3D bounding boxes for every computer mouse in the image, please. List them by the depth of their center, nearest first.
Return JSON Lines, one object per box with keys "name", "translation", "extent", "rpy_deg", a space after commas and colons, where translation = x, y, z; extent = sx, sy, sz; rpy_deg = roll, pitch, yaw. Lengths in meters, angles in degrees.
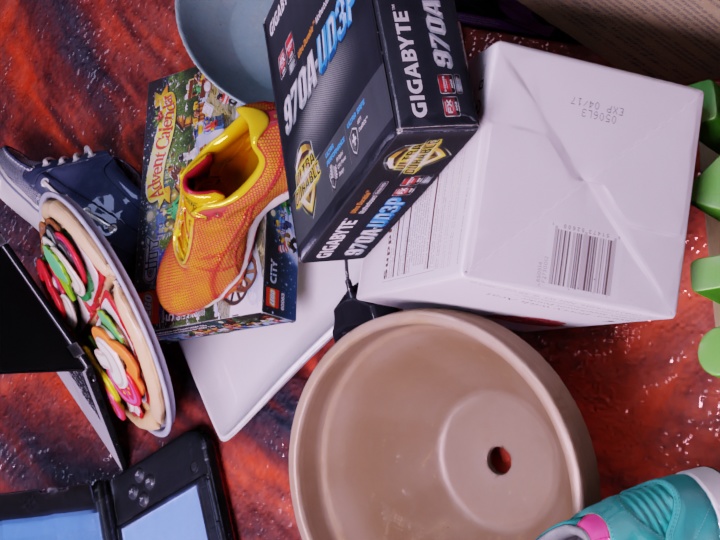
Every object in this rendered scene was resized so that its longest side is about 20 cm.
{"name": "computer mouse", "translation": [0.000, 0.000, 0.902], "extent": [0.058, 0.034, 0.203], "rpy_deg": [-8, 98, 56]}

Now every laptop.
{"name": "laptop", "translation": [-0.286, 0.060, 1.040], "extent": [0.115, 0.202, 0.187], "rpy_deg": [-28, 49, -19]}

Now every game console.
{"name": "game console", "translation": [-0.181, 0.229, 0.972], "extent": [0.171, 0.118, 0.202], "rpy_deg": [-33, 59, 29]}

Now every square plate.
{"name": "square plate", "translation": [-0.068, -0.011, 1.005], "extent": [0.198, 0.028, 0.201], "rpy_deg": [-45, 53, 23]}

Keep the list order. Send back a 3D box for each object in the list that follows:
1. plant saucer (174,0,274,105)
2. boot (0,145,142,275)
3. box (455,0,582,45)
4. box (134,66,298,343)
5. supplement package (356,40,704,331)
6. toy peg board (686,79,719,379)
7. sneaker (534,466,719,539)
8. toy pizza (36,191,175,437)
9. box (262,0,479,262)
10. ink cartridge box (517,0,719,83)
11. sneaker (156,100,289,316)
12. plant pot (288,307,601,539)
{"name": "plant saucer", "translation": [-0.031, -0.178, 0.962], "extent": [0.198, 0.039, 0.204], "rpy_deg": [2, 61, -3]}
{"name": "boot", "translation": [-0.239, -0.071, 1.146], "extent": [0.200, 0.073, 0.091], "rpy_deg": [40, 99, 31]}
{"name": "box", "translation": [0.066, -0.192, 0.828], "extent": [0.142, 0.199, 0.037], "rpy_deg": [19, 86, 42]}
{"name": "box", "translation": [-0.105, -0.055, 1.004], "extent": [0.135, 0.037, 0.203], "rpy_deg": [-11, 71, 38]}
{"name": "supplement package", "translation": [0.085, -0.036, 0.763], "extent": [0.200, 0.120, 0.122], "rpy_deg": [164, 116, -75]}
{"name": "toy peg board", "translation": [0.255, -0.024, 0.690], "extent": [0.197, 0.097, 0.203], "rpy_deg": [-14, 69, 37]}
{"name": "sneaker", "translation": [0.124, 0.201, 0.685], "extent": [0.084, 0.119, 0.203], "rpy_deg": [-146, 55, -64]}
{"name": "toy pizza", "translation": [-0.198, 0.038, 1.016], "extent": [0.200, 0.031, 0.202], "rpy_deg": [47, 152, 34]}
{"name": "box", "translation": [-0.002, -0.111, 0.747], "extent": [0.200, 0.045, 0.161], "rpy_deg": [133, 130, -66]}
{"name": "ink cartridge box", "translation": [0.182, -0.169, 0.724], "extent": [0.163, 0.199, 0.076], "rpy_deg": [-3, 76, 38]}
{"name": "sneaker", "translation": [-0.098, -0.044, 0.908], "extent": [0.201, 0.076, 0.074], "rpy_deg": [-54, 50, 38]}
{"name": "plant pot", "translation": [0.061, 0.119, 0.800], "extent": [0.199, 0.092, 0.204], "rpy_deg": [5, 98, 35]}
